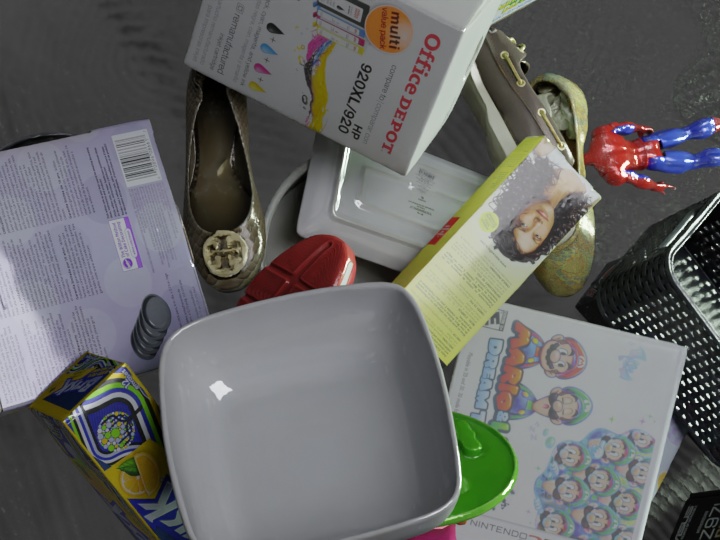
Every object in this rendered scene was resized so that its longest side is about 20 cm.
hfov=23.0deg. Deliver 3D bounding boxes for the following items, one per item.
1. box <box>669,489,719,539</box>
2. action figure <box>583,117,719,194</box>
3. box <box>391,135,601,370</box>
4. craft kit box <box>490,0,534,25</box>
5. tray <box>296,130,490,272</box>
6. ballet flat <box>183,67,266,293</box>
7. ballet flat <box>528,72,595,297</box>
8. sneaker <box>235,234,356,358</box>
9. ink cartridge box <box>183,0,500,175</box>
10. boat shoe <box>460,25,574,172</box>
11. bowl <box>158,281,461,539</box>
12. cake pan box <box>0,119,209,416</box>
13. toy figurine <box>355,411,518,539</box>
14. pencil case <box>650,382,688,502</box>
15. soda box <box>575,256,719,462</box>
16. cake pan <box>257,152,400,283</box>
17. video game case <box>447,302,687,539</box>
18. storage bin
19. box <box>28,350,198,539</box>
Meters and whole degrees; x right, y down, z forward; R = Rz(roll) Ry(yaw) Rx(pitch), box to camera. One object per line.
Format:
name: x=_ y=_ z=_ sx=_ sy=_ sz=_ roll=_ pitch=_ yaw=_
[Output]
box: x=0.322 y=0.288 z=1.495 sx=0.086 sy=0.164 sz=0.201 roll=36 pitch=66 yaw=-17
action figure: x=0.271 y=-0.107 z=1.620 sx=0.199 sy=0.052 sz=0.066 roll=-6 pitch=77 yaw=-25
box: x=0.098 y=-0.013 z=1.425 sx=0.075 sy=0.050 sz=0.200 roll=44 pitch=83 yaw=-13
craft kit box: x=0.079 y=-0.303 z=1.521 sx=0.197 sy=0.049 sz=0.200 roll=-31 pitch=73 yaw=-33
tray: x=0.047 y=-0.051 z=1.457 sx=0.199 sy=0.022 sz=0.108 roll=19 pitch=70 yaw=-24
ballet flat: x=-0.111 y=-0.083 z=1.394 sx=0.067 sy=0.046 sz=0.201 roll=-4 pitch=76 yaw=6
ballet flat: x=0.165 y=-0.079 z=1.540 sx=0.070 sy=0.071 sz=0.201 roll=11 pitch=71 yaw=-26
sneaker: x=-0.048 y=0.073 z=1.372 sx=0.200 sy=0.078 sz=0.115 roll=-55 pitch=141 yaw=2
ink cartridge box: x=-0.006 y=-0.202 z=1.372 sx=0.199 sy=0.148 sz=0.145 roll=27 pitch=39 yaw=5
boat shoe: x=0.119 y=-0.162 z=1.511 sx=0.059 sy=0.072 sz=0.201 roll=-20 pitch=68 yaw=-7
bowl: x=-0.036 y=0.117 z=1.244 sx=0.199 sy=0.075 sz=0.201 roll=-12 pitch=58 yaw=-3
cake pan box: x=-0.221 y=-0.007 z=1.329 sx=0.184 sy=0.052 sz=0.201 roll=-17 pitch=88 yaw=-32
toy figurine: x=0.040 y=0.210 z=1.374 sx=0.149 sy=0.200 sz=0.185 roll=-6 pitch=119 yaw=-8
pencil case: x=0.212 y=0.168 z=1.508 sx=0.091 sy=0.083 sz=0.200 roll=33 pitch=64 yaw=-2
soda box: x=0.287 y=0.076 z=1.573 sx=0.200 sy=0.071 sz=0.063 roll=48 pitch=58 yaw=-10
cake pan: x=0.000 y=0.000 z=1.454 sx=0.199 sy=0.037 sz=0.201 roll=6 pitch=76 yaw=-27
video game case: x=0.154 y=0.138 z=1.439 sx=0.181 sy=0.024 sz=0.201 roll=13 pitch=82 yaw=13
storage bin: x=0.311 y=0.050 z=1.494 sx=0.200 sy=0.094 sz=0.135 roll=52 pitch=51 yaw=-6
box: x=-0.151 y=0.156 z=1.292 sx=0.064 sy=0.070 sz=0.200 roll=-44 pitch=115 yaw=-20
